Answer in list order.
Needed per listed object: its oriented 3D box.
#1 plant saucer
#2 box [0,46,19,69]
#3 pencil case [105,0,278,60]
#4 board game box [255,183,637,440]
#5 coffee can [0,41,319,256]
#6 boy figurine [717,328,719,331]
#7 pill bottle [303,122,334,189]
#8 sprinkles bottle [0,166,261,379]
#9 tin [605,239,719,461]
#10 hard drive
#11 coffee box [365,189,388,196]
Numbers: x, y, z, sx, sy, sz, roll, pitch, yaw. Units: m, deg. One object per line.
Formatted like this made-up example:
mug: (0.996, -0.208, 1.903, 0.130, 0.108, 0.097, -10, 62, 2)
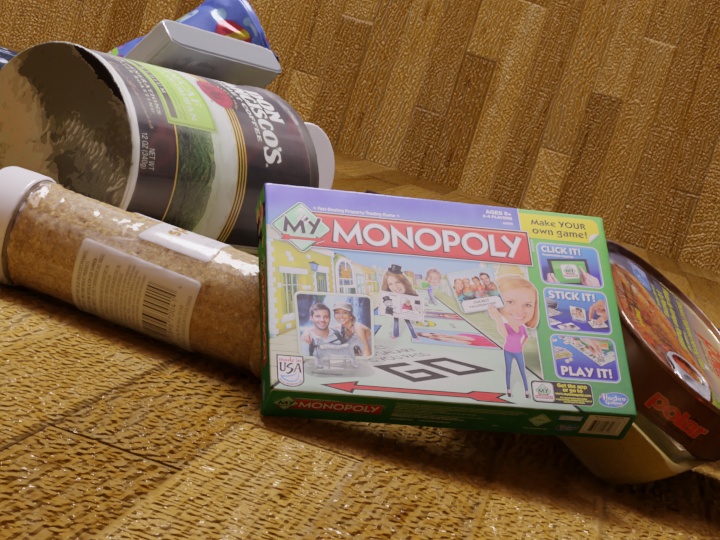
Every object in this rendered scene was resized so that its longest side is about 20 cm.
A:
plant saucer: (0.136, 0.058, 1.036, 0.200, 0.048, 0.200, 47, 18, 19)
box: (-0.342, -0.140, 1.391, 0.200, 0.107, 0.148, 23, 8, 33)
pencil case: (-0.164, -0.150, 1.323, 0.199, 0.078, 0.087, -28, 25, -6)
board game box: (0.044, 0.022, 0.916, 0.199, 0.029, 0.135, 5, 54, -13)
coffee can: (-0.143, -0.066, 1.138, 0.146, 0.147, 0.200, 22, 9, 33)
boy figurine: (0.253, 0.072, 1.366, 0.124, 0.065, 0.200, 23, 6, 15)
pill bottle: (-0.123, -0.090, 1.389, 0.199, 0.113, 0.112, 9, 1, 37)
sprinkles bottle: (-0.129, 0.001, 0.975, 0.199, 0.069, 0.068, 20, 7, 15)
tin: (0.182, 0.047, 1.018, 0.112, 0.042, 0.200, 34, 18, -9)
hard drive: (-0.168, -0.105, 1.261, 0.132, 0.200, 0.026, 6, 50, -57)
coffee box: (0.094, 0.000, 1.438, 0.199, 0.080, 0.114, 17, 3, -9)
